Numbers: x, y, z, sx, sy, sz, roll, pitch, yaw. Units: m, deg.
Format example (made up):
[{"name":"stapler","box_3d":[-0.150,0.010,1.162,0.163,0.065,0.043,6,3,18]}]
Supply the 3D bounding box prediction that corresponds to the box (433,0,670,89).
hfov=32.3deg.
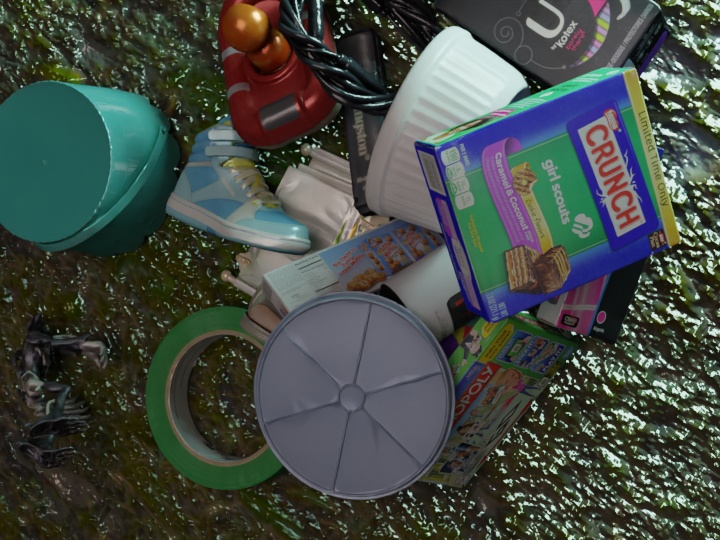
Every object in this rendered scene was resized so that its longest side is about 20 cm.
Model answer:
[{"name":"box","box_3d":[0.192,-0.253,1.242,0.199,0.106,0.123,37,100,18]}]

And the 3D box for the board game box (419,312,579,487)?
[{"name":"board game box","box_3d":[0.116,0.129,1.239,0.201,0.134,0.029,-54,51,16]}]

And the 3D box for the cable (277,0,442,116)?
[{"name":"cable","box_3d":[0.008,-0.241,1.295,0.201,0.163,0.051,51,144,0]}]

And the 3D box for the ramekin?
[{"name":"ramekin","box_3d":[0.092,-0.130,1.227,0.093,0.202,0.204,27,98,15]}]

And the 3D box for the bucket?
[{"name":"bucket","box_3d":[-0.321,-0.116,1.412,0.204,0.135,0.211,0,89,21]}]

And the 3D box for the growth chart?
[{"name":"growth chart","box_3d":[-0.054,-0.037,1.374,0.144,0.018,0.201,35,100,17]}]

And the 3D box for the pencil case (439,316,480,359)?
[{"name":"pencil case","box_3d":[0.056,0.073,1.297,0.197,0.088,0.090,-1,88,21]}]

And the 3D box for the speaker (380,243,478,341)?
[{"name":"speaker","box_3d":[0.119,-0.003,1.233,0.199,0.081,0.082,-32,77,-13]}]

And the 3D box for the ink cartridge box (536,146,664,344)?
[{"name":"ink cartridge box","box_3d":[0.246,-0.033,1.224,0.037,0.094,0.203,22,96,53]}]

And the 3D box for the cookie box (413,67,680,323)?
[{"name":"cookie box","box_3d":[0.171,-0.071,1.125,0.198,0.075,0.173,-23,106,-9]}]

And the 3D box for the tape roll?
[{"name":"tape roll","box_3d":[-0.142,0.141,1.386,0.198,0.048,0.204,-1,88,20]}]

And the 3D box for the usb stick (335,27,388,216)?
[{"name":"usb stick","box_3d":[0.008,-0.161,1.338,0.055,0.033,0.203,-10,80,19]}]

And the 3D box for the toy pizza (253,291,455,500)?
[{"name":"toy pizza","box_3d":[-0.006,0.119,1.192,0.197,0.032,0.203,2,98,12]}]

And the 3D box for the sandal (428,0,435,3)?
[{"name":"sandal","box_3d":[0.028,-0.352,1.321,0.200,0.076,0.043,45,105,16]}]

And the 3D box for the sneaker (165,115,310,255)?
[{"name":"sneaker","box_3d":[-0.123,-0.097,1.355,0.198,0.079,0.132,20,95,32]}]

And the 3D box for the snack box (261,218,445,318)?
[{"name":"snack box","box_3d":[0.000,0.000,1.271,0.072,0.198,0.024,50,148,29]}]

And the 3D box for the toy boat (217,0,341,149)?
[{"name":"toy boat","box_3d":[-0.101,-0.239,1.321,0.129,0.131,0.202,-22,59,17]}]

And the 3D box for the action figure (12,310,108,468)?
[{"name":"action figure","box_3d":[-0.349,0.130,1.436,0.201,0.101,0.120,-109,33,-47]}]

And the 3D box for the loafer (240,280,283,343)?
[{"name":"loafer","box_3d":[-0.029,0.071,1.250,0.198,0.072,0.064,26,101,17]}]
